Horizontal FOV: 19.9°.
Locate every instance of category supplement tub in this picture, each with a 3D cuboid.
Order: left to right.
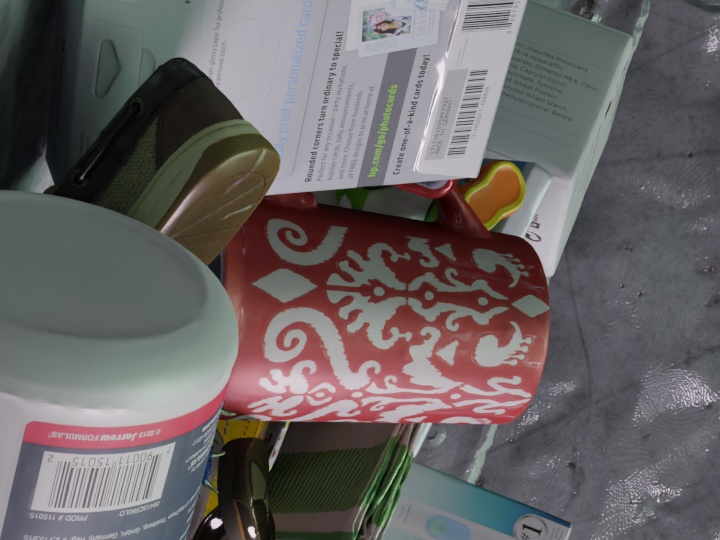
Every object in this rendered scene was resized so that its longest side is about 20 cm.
[{"bbox_3d":[-0.132,0.085,0.769,0.140,0.139,0.202,-53,162,-65],"label":"supplement tub"}]

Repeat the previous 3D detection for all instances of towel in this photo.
[{"bbox_3d":[-0.004,0.088,1.275,0.152,0.023,0.201,-15,-133,55],"label":"towel"}]

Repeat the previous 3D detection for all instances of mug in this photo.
[{"bbox_3d":[0.002,0.009,1.136,0.134,0.198,0.179,-110,-147,-48],"label":"mug"}]

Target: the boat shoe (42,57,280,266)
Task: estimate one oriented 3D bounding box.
[{"bbox_3d":[-0.108,-0.009,0.857,0.200,0.065,0.073,-43,157,31],"label":"boat shoe"}]

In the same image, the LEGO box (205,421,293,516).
[{"bbox_3d":[-0.086,0.089,1.336,0.149,0.077,0.202,-25,134,-79],"label":"LEGO box"}]

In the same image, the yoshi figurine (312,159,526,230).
[{"bbox_3d":[0.020,-0.057,1.294,0.199,0.111,0.114,-17,-104,57],"label":"yoshi figurine"}]

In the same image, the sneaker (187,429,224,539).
[{"bbox_3d":[-0.122,0.186,1.218,0.076,0.092,0.201,-22,-144,59],"label":"sneaker"}]

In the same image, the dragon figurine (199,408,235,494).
[{"bbox_3d":[-0.118,0.118,1.101,0.201,0.099,0.059,100,13,-52],"label":"dragon figurine"}]

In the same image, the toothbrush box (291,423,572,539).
[{"bbox_3d":[0.025,0.201,1.374,0.085,0.198,0.148,57,55,-80],"label":"toothbrush box"}]

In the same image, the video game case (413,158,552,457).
[{"bbox_3d":[0.036,0.017,1.359,0.201,0.022,0.182,-63,-157,-7],"label":"video game case"}]

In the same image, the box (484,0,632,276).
[{"bbox_3d":[0.087,-0.117,1.574,0.199,0.198,0.132,88,24,-70],"label":"box"}]

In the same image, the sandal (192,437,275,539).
[{"bbox_3d":[-0.076,0.168,1.162,0.201,0.054,0.082,88,1,-51],"label":"sandal"}]

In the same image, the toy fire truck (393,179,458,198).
[{"bbox_3d":[-0.005,-0.146,0.970,0.112,0.167,0.201,-59,167,-56],"label":"toy fire truck"}]

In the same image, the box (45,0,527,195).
[{"bbox_3d":[-0.029,-0.102,0.877,0.041,0.198,0.157,-117,-151,-41],"label":"box"}]
